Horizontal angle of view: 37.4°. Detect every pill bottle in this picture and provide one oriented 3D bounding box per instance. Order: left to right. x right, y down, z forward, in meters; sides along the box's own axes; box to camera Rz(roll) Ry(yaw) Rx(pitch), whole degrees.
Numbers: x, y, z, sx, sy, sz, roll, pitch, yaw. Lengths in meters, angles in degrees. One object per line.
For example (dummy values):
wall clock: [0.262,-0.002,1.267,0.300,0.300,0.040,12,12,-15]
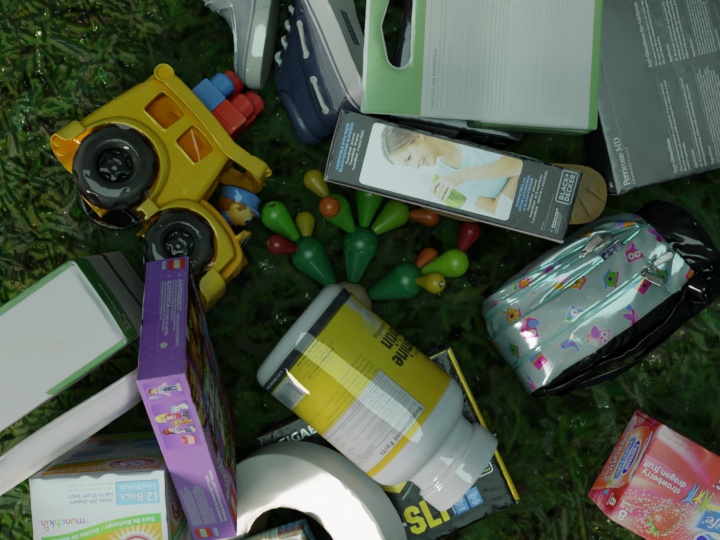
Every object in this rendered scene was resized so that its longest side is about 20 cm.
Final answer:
pill bottle: [0.017,0.113,0.919,0.200,0.112,0.112,40,91,-1]

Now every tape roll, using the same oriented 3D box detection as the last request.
tape roll: [-0.052,0.253,0.959,0.202,0.037,0.204,7,107,26]

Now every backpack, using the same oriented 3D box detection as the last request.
backpack: [0.212,0.027,0.954,0.200,0.167,0.127,-34,74,4]

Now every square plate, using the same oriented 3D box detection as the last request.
square plate: [-0.255,0.139,0.923,0.200,0.198,0.028,-33,91,1]

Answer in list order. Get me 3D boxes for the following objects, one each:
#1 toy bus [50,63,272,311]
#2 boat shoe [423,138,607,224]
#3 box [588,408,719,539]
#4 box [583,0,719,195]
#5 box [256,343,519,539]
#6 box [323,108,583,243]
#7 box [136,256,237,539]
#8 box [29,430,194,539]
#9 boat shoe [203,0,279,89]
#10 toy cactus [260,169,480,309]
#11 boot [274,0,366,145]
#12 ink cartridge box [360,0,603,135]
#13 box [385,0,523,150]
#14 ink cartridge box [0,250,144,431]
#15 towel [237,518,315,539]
toy bus: [-0.149,-0.087,0.966,0.192,0.136,0.200,-42,92,-16]
boat shoe: [0.122,-0.077,0.983,0.199,0.069,0.071,10,94,-5]
box: [0.325,0.223,0.974,0.200,0.095,0.100,30,92,0]
box: [0.269,-0.181,0.978,0.141,0.079,0.201,-14,91,-3]
box: [0.026,0.183,0.999,0.200,0.049,0.160,-25,93,0]
box: [0.073,-0.079,0.890,0.199,0.117,0.060,15,95,-2]
box: [-0.139,0.108,0.878,0.039,0.137,0.200,-9,131,0]
box: [-0.202,0.205,0.923,0.112,0.200,0.102,-3,91,0]
boat shoe: [-0.112,-0.266,0.984,0.071,0.070,0.202,1,84,2]
toy cactus: [0.000,0.000,0.982,0.199,0.102,0.166,12,101,-9]
boot: [-0.050,-0.220,0.983,0.090,0.073,0.201,-27,71,27]
ink cartridge box: [0.100,-0.192,0.883,0.199,0.048,0.146,3,91,-6]
box: [0.097,-0.219,0.963,0.122,0.106,0.201,9,90,-2]
ink cartridge box: [-0.262,0.057,0.923,0.146,0.200,0.083,-35,94,1]
towel: [-0.096,0.316,0.966,0.200,0.022,0.147,-26,91,31]
